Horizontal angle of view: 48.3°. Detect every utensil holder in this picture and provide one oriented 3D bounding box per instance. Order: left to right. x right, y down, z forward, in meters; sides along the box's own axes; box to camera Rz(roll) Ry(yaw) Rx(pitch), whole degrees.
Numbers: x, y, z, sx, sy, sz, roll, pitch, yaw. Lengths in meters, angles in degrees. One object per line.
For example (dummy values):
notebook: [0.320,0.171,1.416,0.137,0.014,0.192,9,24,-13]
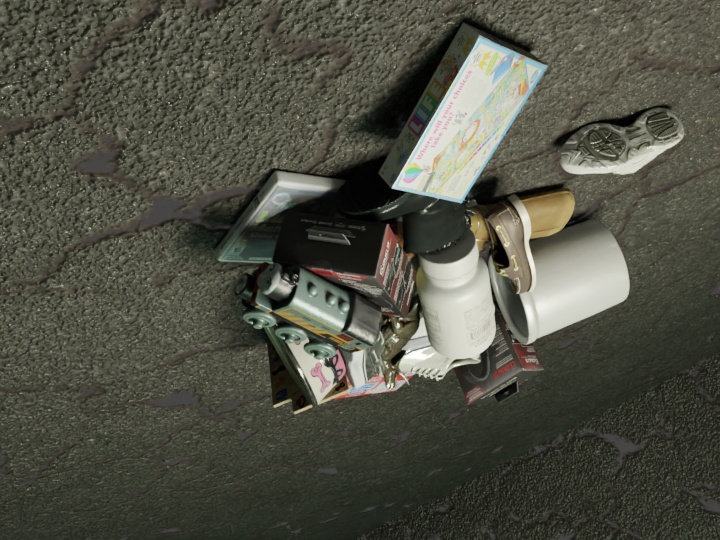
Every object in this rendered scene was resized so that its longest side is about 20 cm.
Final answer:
utensil holder: [0.352,0.016,1.432,0.197,0.172,0.171,-20,155,-4]

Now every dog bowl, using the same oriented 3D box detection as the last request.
dog bowl: [-0.094,0.108,1.260,0.073,0.201,0.201,-30,156,-12]

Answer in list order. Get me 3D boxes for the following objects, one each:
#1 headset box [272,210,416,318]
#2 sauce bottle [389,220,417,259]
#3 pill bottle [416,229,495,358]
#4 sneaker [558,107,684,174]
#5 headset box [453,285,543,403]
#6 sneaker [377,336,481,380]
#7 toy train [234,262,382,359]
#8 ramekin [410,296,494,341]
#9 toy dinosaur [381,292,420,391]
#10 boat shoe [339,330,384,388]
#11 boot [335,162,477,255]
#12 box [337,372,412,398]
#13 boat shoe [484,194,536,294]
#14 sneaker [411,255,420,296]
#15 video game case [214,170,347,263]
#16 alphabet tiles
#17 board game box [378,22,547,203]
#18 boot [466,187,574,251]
headset box: [-0.019,-0.008,1.087,0.146,0.078,0.200,8,161,20]
sauce bottle: [0.000,0.000,1.254,0.199,0.067,0.066,-37,150,26]
pill bottle: [0.145,0.031,1.239,0.113,0.115,0.202,-19,133,-3]
sneaker: [0.382,-0.171,1.200,0.197,0.079,0.100,-14,157,-12]
headset box: [0.252,0.155,1.566,0.077,0.202,0.148,7,144,-44]
sneaker: [0.122,0.160,1.427,0.197,0.072,0.073,-18,155,-6]
toy train: [-0.065,0.049,1.045,0.199,0.086,0.113,31,146,-32]
ramekin: [0.135,0.068,1.453,0.199,0.095,0.203,-17,154,-9]
toy dinosaur: [0.056,0.102,1.336,0.101,0.077,0.202,0,121,-43]
boat shoe: [0.000,0.107,1.220,0.070,0.072,0.201,-29,152,-13]
boot: [0.067,-0.082,1.105,0.196,0.074,0.163,-28,144,-10]
box: [0.003,0.182,1.571,0.197,0.097,0.100,-2,148,-34]
boat shoe: [0.230,-0.029,1.242,0.059,0.072,0.201,-26,139,-6]
sneaker: [0.043,0.037,1.353,0.197,0.077,0.114,-17,155,5]
video game case: [-0.078,-0.065,1.120,0.198,0.024,0.182,3,145,-39]
alphabet tiles: [-0.078,0.156,1.368,0.165,0.201,0.008,-23,125,4]
board game box: [0.122,-0.181,0.963,0.133,0.034,0.201,6,125,-44]
boot: [0.235,-0.057,1.321,0.197,0.067,0.176,-10,153,-24]
